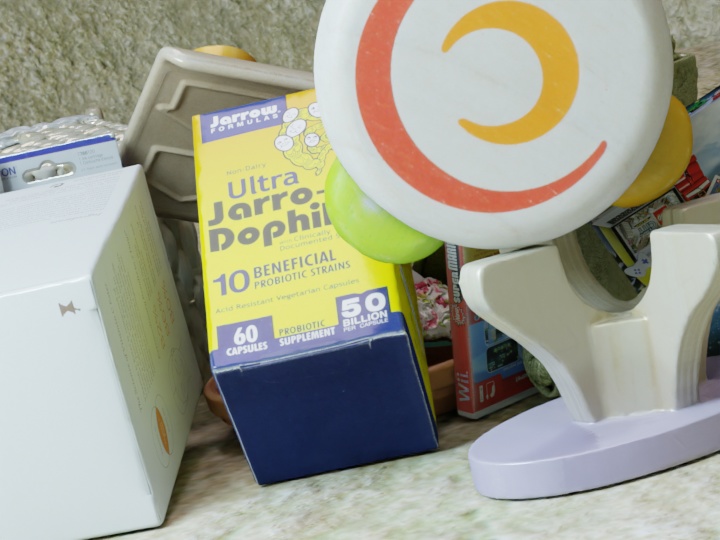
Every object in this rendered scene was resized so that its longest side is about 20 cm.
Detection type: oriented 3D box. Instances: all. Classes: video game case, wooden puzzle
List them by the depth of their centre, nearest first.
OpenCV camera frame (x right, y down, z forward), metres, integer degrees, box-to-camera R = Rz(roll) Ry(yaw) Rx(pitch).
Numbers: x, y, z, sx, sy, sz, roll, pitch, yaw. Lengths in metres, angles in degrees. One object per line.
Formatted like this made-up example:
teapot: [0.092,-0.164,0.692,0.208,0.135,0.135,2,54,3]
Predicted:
video game case: [0.104,-0.028,1.329,0.143,0.201,0.017,-20,22,-40]
wooden puzzle: [-0.060,-0.085,1.449,0.184,0.046,0.200,9,-29,-16]

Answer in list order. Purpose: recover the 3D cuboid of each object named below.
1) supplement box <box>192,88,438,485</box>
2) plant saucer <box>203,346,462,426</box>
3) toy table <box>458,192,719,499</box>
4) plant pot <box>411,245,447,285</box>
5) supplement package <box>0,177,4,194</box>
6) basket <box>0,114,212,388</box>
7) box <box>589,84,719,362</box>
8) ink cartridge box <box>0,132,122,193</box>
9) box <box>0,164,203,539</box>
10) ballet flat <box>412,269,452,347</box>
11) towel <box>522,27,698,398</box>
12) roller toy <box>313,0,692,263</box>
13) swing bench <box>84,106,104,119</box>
supplement box: [-0.028,0.004,1.287,0.108,0.110,0.200,-12,47,4]
plant saucer: [0.003,0.068,1.400,0.199,0.038,0.200,-12,10,2]
toy table: [0.138,0.034,1.176,0.200,0.118,0.183,-19,11,-42]
plant pot: [0.142,-0.054,1.462,0.192,0.201,0.200,13,10,0]
supplement package: [-0.294,0.046,1.399,0.155,0.201,0.111,-9,9,22]
basket: [-0.221,0.005,1.573,0.198,0.201,0.161,-18,13,-30]
box: [0.236,-0.044,1.241,0.200,0.137,0.038,-33,9,17]
ink cartridge box: [-0.179,0.014,1.448,0.099,0.201,0.039,-10,12,5]
box: [-0.169,0.047,1.294,0.106,0.153,0.200,-11,18,7]
ballet flat: [-0.016,0.020,1.400,0.199,0.064,0.076,-6,10,33]
towel: [0.146,-0.036,1.329,0.148,0.201,0.036,-19,21,-39]
roller toy: [0.069,-0.109,1.182,0.199,0.183,0.140,-11,8,1]
swing bench: [-0.273,0.002,1.775,0.198,0.201,0.130,-14,39,-8]
